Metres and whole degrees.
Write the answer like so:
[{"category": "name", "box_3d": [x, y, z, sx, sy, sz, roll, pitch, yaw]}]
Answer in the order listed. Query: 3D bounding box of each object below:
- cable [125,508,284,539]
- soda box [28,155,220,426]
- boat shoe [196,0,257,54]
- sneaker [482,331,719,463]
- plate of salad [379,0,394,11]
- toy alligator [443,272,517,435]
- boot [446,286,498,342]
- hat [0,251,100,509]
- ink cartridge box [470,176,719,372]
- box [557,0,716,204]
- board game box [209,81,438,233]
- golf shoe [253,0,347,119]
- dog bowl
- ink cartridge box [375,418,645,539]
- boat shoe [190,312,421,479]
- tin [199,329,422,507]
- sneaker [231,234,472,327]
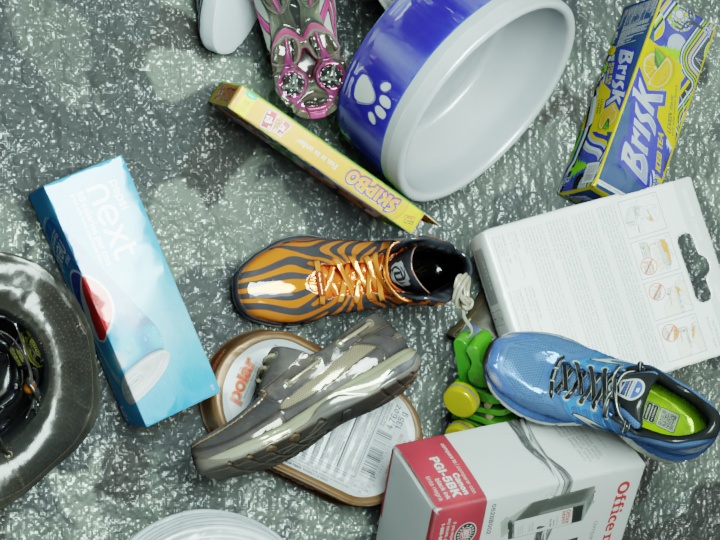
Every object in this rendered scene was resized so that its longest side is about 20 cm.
[{"category": "cable", "box_3d": [-0.121, 0.288, 1.076, 0.200, 0.069, 0.200, -22, 95, -23]}, {"category": "soda box", "box_3d": [-0.184, 0.018, 1.070, 0.068, 0.064, 0.200, -25, 96, -23]}, {"category": "boat shoe", "box_3d": [-0.113, -0.280, 1.120, 0.072, 0.068, 0.200, -16, 119, -61]}, {"category": "sneaker", "box_3d": [0.196, 0.092, 1.093, 0.200, 0.089, 0.079, 17, 73, -1]}, {"category": "plate of salad", "box_3d": [0.020, -0.284, 1.151, 0.200, 0.048, 0.200, 39, 43, -50]}, {"category": "toy alligator", "box_3d": [0.106, 0.092, 1.147, 0.059, 0.054, 0.200, -45, 142, -44]}, {"category": "boot", "box_3d": [0.166, 0.092, 1.222, 0.097, 0.075, 0.200, -40, 92, -11]}, {"category": "hat", "box_3d": [-0.297, 0.082, 1.010, 0.200, 0.081, 0.201, 2, 86, -32]}, {"category": "ink cartridge box", "box_3d": [0.211, 0.020, 1.181, 0.200, 0.050, 0.161, -15, 84, -15]}, {"category": "box", "box_3d": [0.256, -0.149, 1.274, 0.070, 0.064, 0.200, 26, 77, -20]}, {"category": "board game box", "box_3d": [-0.030, -0.089, 1.127, 0.200, 0.096, 0.030, 31, 90, -18]}, {"category": "golf shoe", "box_3d": [-0.055, -0.225, 1.119, 0.072, 0.092, 0.200, -6, 102, -5]}, {"category": "dog bowl", "box_3d": [0.078, -0.157, 1.121, 0.200, 0.200, 0.079, -38, 66, -21]}, {"category": "ink cartridge box", "box_3d": [0.122, 0.206, 1.146, 0.200, 0.083, 0.147, -9, 127, -24]}, {"category": "boat shoe", "box_3d": [-0.050, 0.098, 1.091, 0.200, 0.075, 0.073, -26, 71, -19]}, {"category": "tin", "box_3d": [-0.037, 0.123, 1.143, 0.200, 0.042, 0.112, 28, 72, -19]}, {"category": "sneaker", "box_3d": [0.000, 0.000, 1.125, 0.200, 0.112, 0.078, -10, 90, -24]}]
